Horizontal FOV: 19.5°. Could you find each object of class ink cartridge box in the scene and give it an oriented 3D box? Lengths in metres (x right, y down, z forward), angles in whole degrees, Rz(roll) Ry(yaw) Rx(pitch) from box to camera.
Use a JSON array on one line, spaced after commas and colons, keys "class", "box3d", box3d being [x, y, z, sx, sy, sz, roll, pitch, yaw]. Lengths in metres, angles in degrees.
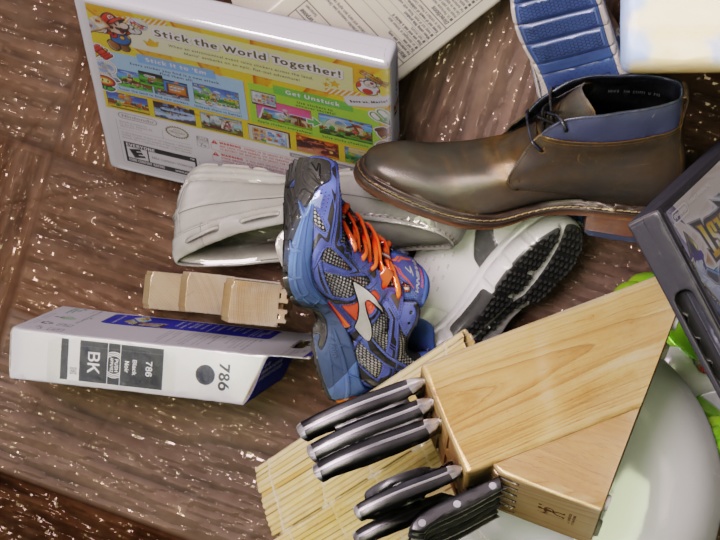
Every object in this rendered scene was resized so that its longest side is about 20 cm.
[{"class": "ink cartridge box", "box3d": [-0.119, 0.056, 1.368, 0.199, 0.099, 0.039, 5, 98, 12]}]

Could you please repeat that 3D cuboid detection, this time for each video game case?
[{"class": "video game case", "box3d": [-0.072, -0.103, 1.314, 0.199, 0.182, 0.023, 14, 60, 10]}, {"class": "video game case", "box3d": [0.238, 0.020, 1.234, 0.025, 0.200, 0.181, -26, 95, 31]}]

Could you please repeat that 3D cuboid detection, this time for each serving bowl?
[{"class": "serving bowl", "box3d": [0.111, 0.128, 1.252, 0.199, 0.066, 0.201, -3, 84, 26]}]

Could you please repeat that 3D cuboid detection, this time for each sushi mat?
[{"class": "sushi mat", "box3d": [0.012, 0.122, 1.276, 0.200, 0.012, 0.096, -36, 64, 36]}]

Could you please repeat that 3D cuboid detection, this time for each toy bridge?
[{"class": "toy bridge", "box3d": [-0.081, 0.017, 1.318, 0.067, 0.200, 0.027, 6, 89, -21]}]

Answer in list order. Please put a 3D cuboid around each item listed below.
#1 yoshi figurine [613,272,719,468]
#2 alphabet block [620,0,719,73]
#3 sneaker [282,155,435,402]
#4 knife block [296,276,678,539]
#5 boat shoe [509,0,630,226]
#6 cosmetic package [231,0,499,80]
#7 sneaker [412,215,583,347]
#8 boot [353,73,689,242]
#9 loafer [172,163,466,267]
[{"class": "yoshi figurine", "box3d": [0.237, 0.077, 1.298, 0.112, 0.112, 0.200, -37, 86, 5]}, {"class": "alphabet block", "box3d": [0.255, -0.209, 1.213, 0.199, 0.196, 0.196, 0, 98, 12]}, {"class": "sneaker", "box3d": [0.000, 0.000, 1.249, 0.078, 0.200, 0.076, -9, 53, 7]}, {"class": "knife block", "box3d": [0.069, 0.072, 1.181, 0.175, 0.064, 0.201, 21, 67, 8]}, {"class": "boat shoe", "box3d": [0.142, -0.117, 1.297, 0.072, 0.073, 0.201, -8, 125, 12]}, {"class": "cosmetic package", "box3d": [0.025, -0.194, 1.303, 0.200, 0.071, 0.105, -36, 126, 13]}, {"class": "sneaker", "box3d": [0.056, 0.018, 1.353, 0.200, 0.074, 0.080, -46, 58, 17]}, {"class": "boot", "box3d": [0.099, -0.079, 1.243, 0.199, 0.075, 0.097, 5, 126, -10]}, {"class": "loafer", "box3d": [-0.028, -0.024, 1.317, 0.199, 0.070, 0.070, 2, 66, 28]}]
